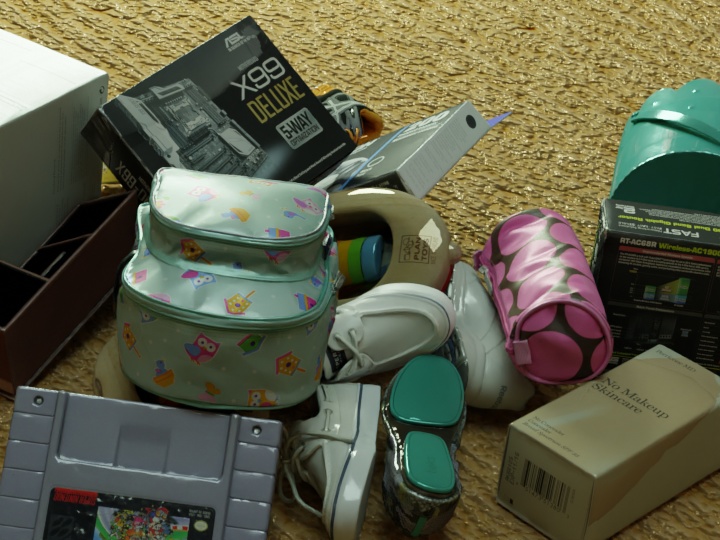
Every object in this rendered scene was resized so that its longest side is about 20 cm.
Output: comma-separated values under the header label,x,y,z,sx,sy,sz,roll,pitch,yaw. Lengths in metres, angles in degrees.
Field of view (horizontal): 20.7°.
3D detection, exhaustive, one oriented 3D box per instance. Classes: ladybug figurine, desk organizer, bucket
label,x,y,z,sx,sy,sz,roll,pitch,yaw
ladybug figurine,-0.143,0.111,1.553,0.134,0.072,0.200,-1,32,-16
desk organizer,-0.263,0.007,1.647,0.071,0.077,0.200,20,47,20
ladybug figurine,0.000,0.000,1.710,0.198,0.072,0.137,-3,67,29
bucket,0.328,-0.065,1.852,0.205,0.209,0.135,15,35,11

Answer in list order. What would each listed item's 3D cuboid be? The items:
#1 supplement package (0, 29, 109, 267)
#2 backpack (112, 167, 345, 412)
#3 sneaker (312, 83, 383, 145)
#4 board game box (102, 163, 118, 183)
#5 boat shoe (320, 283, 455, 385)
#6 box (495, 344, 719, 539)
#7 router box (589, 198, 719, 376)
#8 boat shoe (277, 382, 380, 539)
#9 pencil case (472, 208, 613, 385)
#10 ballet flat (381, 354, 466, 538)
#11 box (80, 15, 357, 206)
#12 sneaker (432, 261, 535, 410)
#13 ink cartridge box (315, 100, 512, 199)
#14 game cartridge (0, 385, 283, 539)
label,x,y,z,sx,sy,sz,roll,pitch,yaw
supplement package,-0.337,-0.078,1.704,0.146,0.193,0.200,22,32,24
backpack,-0.101,0.015,1.503,0.174,0.154,0.201,9,32,-3
sneaker,-0.038,-0.134,1.990,0.077,0.079,0.200,21,31,12
board game box,-0.190,-0.109,1.848,0.152,0.041,0.199,-10,6,-33
boat shoe,-0.019,0.066,1.621,0.198,0.074,0.065,-17,17,14
box,0.209,0.140,1.584,0.095,0.078,0.199,29,36,33
router box,0.294,0.028,1.724,0.198,0.151,0.062,8,29,-1
boat shoe,-0.032,0.141,1.528,0.085,0.075,0.202,8,27,0
pencil case,0.152,0.023,1.665,0.093,0.092,0.200,-3,23,-3
ballet flat,0.045,0.142,1.550,0.071,0.073,0.201,8,29,-1
box,-0.122,-0.115,1.733,0.200,0.050,0.158,-36,86,-38
sneaker,0.100,0.063,1.716,0.086,0.075,0.201,19,30,-15
ink cartridge box,0.019,-0.096,1.853,0.197,0.044,0.200,-19,16,40
game cartridge,-0.162,0.160,1.433,0.198,0.038,0.131,7,68,-1
